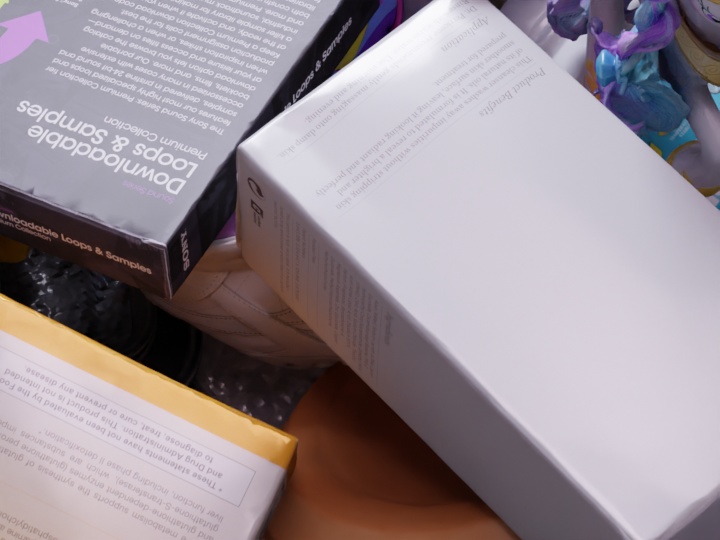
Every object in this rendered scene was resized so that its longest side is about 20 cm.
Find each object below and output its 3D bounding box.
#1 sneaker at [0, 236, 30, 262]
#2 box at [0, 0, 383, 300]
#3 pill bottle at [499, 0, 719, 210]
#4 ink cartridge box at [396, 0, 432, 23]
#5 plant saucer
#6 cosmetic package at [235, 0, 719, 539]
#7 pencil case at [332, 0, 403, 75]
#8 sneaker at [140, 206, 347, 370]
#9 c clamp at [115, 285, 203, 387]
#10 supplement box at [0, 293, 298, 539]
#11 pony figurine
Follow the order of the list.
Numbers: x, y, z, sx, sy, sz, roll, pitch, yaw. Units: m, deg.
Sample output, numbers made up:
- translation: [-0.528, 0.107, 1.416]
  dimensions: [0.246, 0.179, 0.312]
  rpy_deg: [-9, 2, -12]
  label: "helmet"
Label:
- translation: [-0.218, 0.008, 0.958]
  dimensions: [0.200, 0.073, 0.077]
  rpy_deg: [-34, 63, -25]
  label: "sneaker"
- translation: [-0.085, -0.088, 0.922]
  dimensions: [0.142, 0.036, 0.200]
  rpy_deg: [20, 52, 19]
  label: "box"
- translation: [0.140, -0.044, 1.012]
  dimensions: [0.200, 0.111, 0.111]
  rpy_deg: [40, 61, 18]
  label: "pill bottle"
- translation: [0.080, -0.186, 1.069]
  dimensions: [0.200, 0.144, 0.085]
  rpy_deg: [-31, 102, -23]
  label: "ink cartridge box"
- translation: [0.049, 0.062, 0.914]
  dimensions: [0.199, 0.038, 0.200]
  rpy_deg: [-16, 28, 8]
  label: "plant saucer"
- translation: [0.061, 0.010, 0.828]
  dimensions: [0.113, 0.081, 0.200]
  rpy_deg: [-36, 70, -19]
  label: "cosmetic package"
- translation: [-0.069, -0.143, 1.050]
  dimensions: [0.088, 0.089, 0.200]
  rpy_deg: [-34, 56, -25]
  label: "pencil case"
- translation: [0.000, 0.000, 0.934]
  dimensions: [0.199, 0.100, 0.075]
  rpy_deg: [15, 58, 11]
  label: "sneaker"
- translation: [-0.141, -0.033, 0.973]
  dimensions: [0.170, 0.027, 0.201]
  rpy_deg: [6, 58, -38]
  label: "c clamp"
- translation: [-0.118, 0.125, 0.848]
  dimensions: [0.126, 0.074, 0.201]
  rpy_deg: [26, 80, 2]
  label: "supplement box"
- translation: [0.107, -0.123, 0.879]
  dimensions: [0.166, 0.200, 0.194]
  rpy_deg: [-30, 69, -4]
  label: "pony figurine"
